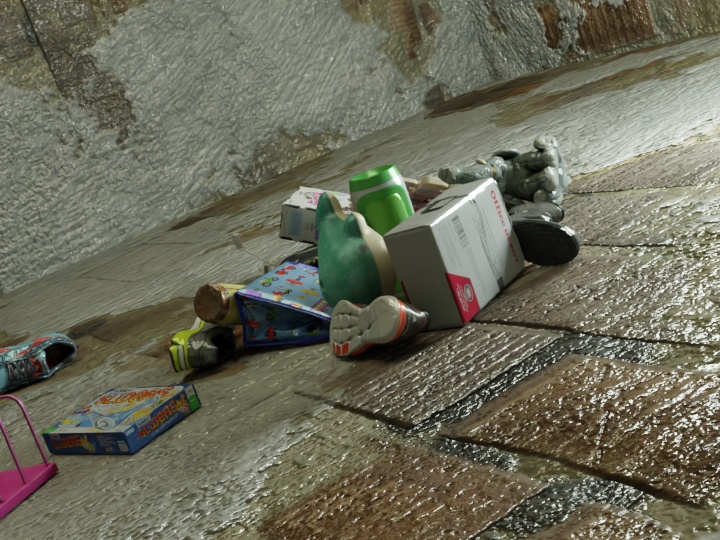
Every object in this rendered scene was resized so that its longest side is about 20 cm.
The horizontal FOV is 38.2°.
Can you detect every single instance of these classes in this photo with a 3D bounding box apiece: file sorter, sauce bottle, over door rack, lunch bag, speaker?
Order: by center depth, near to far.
[{"bbox_3d":[-0.518,0.259,1.319,0.138,0.127,0.200,-14,14,27],"label":"file sorter"},{"bbox_3d":[0.049,-0.053,1.565,0.088,0.202,0.089,-18,13,4],"label":"speaker"},{"bbox_3d":[-0.067,0.053,1.600,0.198,0.095,0.150,2,20,31],"label":"lunch bag"},{"bbox_3d":[-0.182,0.057,1.661,0.065,0.067,0.199,-12,-12,30],"label":"sauce bottle"},{"bbox_3d":[-0.149,-0.040,2.092,0.147,0.067,0.200,-24,33,-21],"label":"over door rack"}]

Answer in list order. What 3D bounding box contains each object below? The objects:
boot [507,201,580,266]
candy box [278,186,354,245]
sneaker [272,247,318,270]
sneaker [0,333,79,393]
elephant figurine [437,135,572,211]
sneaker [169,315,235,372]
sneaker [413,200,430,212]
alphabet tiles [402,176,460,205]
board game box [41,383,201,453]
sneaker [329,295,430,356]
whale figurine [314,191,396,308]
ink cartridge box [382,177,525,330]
[{"bbox_3d":[0.268,-0.067,1.552,0.131,0.071,0.199,-30,26,-37],"label":"boot"},{"bbox_3d":[-0.044,-0.100,2.022,0.198,0.072,0.168,10,18,6],"label":"candy box"},{"bbox_3d":[-0.074,-0.007,1.853,0.105,0.076,0.200,-12,14,32],"label":"sneaker"},{"bbox_3d":[-0.625,0.172,1.956,0.199,0.080,0.095,-29,17,-32],"label":"sneaker"},{"bbox_3d":[0.258,-0.164,1.838,0.198,0.156,0.142,-5,40,23],"label":"elephant figurine"},{"bbox_3d":[-0.231,0.111,1.656,0.080,0.075,0.200,1,20,14],"label":"sneaker"},{"bbox_3d":[0.135,-0.086,1.914,0.087,0.074,0.200,-38,12,-25],"label":"sneaker"},{"bbox_3d":[0.141,-0.141,1.963,0.193,0.015,0.200,10,-10,-11],"label":"alphabet tiles"},{"bbox_3d":[-0.336,0.208,1.454,0.199,0.035,0.135,-9,17,41],"label":"board game box"},{"bbox_3d":[0.025,0.080,1.404,0.081,0.078,0.199,8,-8,-29],"label":"sneaker"},{"bbox_3d":[-0.028,-0.021,1.512,0.103,0.160,0.201,-20,57,-21],"label":"whale figurine"},{"bbox_3d":[0.135,-0.025,1.445,0.083,0.147,0.200,-13,15,38],"label":"ink cartridge box"}]
